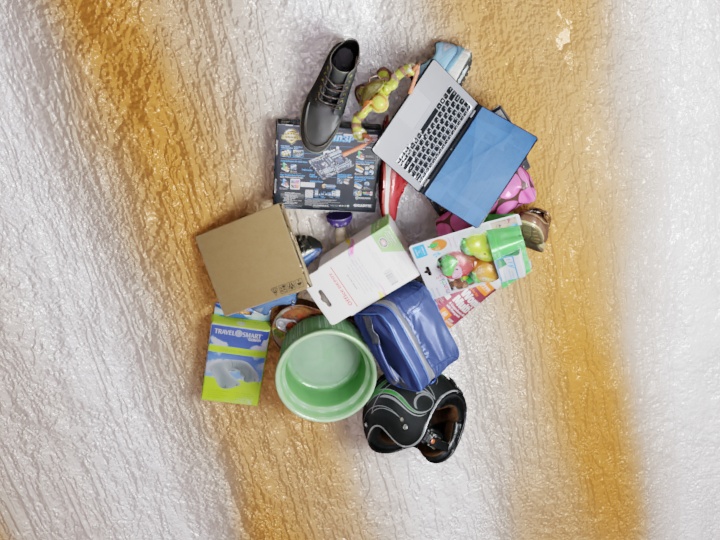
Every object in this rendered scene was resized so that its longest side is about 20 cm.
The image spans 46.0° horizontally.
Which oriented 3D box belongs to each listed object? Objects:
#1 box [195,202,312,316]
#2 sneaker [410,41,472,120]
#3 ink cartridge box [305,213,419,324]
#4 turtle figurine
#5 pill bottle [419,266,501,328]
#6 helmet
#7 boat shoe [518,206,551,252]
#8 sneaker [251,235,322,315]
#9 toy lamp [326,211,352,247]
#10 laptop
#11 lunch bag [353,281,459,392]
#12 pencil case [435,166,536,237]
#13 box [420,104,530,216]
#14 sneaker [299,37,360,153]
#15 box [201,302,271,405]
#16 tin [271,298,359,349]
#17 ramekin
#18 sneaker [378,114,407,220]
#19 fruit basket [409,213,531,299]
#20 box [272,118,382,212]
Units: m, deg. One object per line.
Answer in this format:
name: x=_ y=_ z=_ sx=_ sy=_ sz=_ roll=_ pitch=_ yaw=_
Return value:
box: x=-0.201 y=-0.018 z=1.579 sx=0.197 sy=0.021 sz=0.166 roll=-18 pitch=95 yaw=26
sneaker: x=0.117 y=-0.316 z=1.509 sx=0.089 sy=0.078 sz=0.202 roll=31 pitch=87 yaw=13
ink cartridge box: x=0.000 y=0.000 z=1.581 sx=0.198 sy=0.068 sz=0.118 roll=-31 pitch=108 yaw=14
turtle figurine: x=0.021 y=-0.296 z=1.465 sx=0.064 sy=0.162 sz=0.201 roll=35 pitch=106 yaw=-17
pill bottle: x=0.208 y=0.014 z=1.652 sx=0.199 sy=0.110 sz=0.110 roll=-41 pitch=112 yaw=12
helmet: x=0.100 y=0.288 z=1.718 sx=0.198 sy=0.189 sz=0.204 roll=-19 pitch=116 yaw=-44
boat shoe: x=0.322 y=-0.087 z=1.589 sx=0.071 sy=0.200 sz=0.069 roll=21 pitch=88 yaw=17
sneaker: x=-0.143 y=0.012 z=1.640 sx=0.199 sy=0.079 sz=0.089 roll=-40 pitch=119 yaw=20
toy lamp: x=-0.035 y=-0.012 z=1.644 sx=0.057 sy=0.058 sz=0.204 roll=-7 pitch=112 yaw=-3
laptop: x=0.159 y=-0.214 z=1.428 sx=0.199 sy=0.116 sz=0.189 roll=36 pitch=87 yaw=-32
lunch bag: x=0.084 y=0.135 z=1.607 sx=0.132 sy=0.135 sz=0.202 roll=-34 pitch=104 yaw=-24
pencil case: x=0.234 y=-0.111 z=1.562 sx=0.199 sy=0.091 sz=0.094 roll=-37 pitch=117 yaw=17
box: x=0.203 y=-0.190 z=1.553 sx=0.198 sy=0.050 sz=0.158 roll=-33 pitch=147 yaw=9
sneaker: x=-0.055 y=-0.303 z=1.458 sx=0.074 sy=0.106 sz=0.203 roll=17 pitch=94 yaw=-6
box: x=-0.249 y=0.171 z=1.706 sx=0.120 sy=0.048 sz=0.203 roll=7 pitch=114 yaw=-10
tin: x=-0.084 y=0.126 z=1.710 sx=0.197 sy=0.042 sz=0.114 roll=19 pitch=107 yaw=-14
ramekin: x=-0.070 y=0.186 z=1.665 sx=0.196 sy=0.098 sz=0.204 roll=-3 pitch=114 yaw=-6
sneaker: x=0.094 y=-0.184 z=1.571 sx=0.113 sy=0.079 sz=0.204 roll=1 pitch=115 yaw=-5
fruit basket: x=0.203 y=-0.016 z=1.513 sx=0.197 sy=0.095 sz=0.186 roll=-21 pitch=144 yaw=6
box: x=-0.062 y=-0.192 z=1.566 sx=0.196 sy=0.046 sz=0.162 roll=1 pitch=113 yaw=-7
